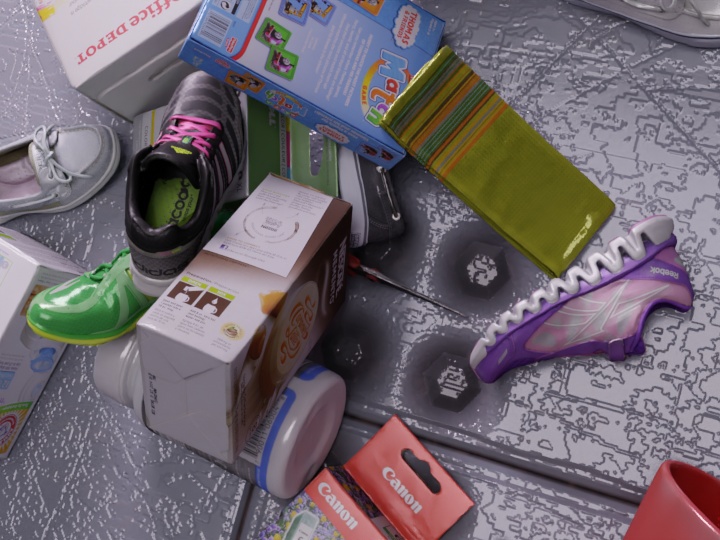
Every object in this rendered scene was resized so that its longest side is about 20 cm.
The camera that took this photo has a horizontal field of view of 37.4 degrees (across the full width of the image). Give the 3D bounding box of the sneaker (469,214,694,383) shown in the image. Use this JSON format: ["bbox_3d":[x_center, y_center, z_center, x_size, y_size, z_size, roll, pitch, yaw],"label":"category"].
[{"bbox_3d":[0.183,0.042,0.854,0.199,0.080,0.089,-34,81,8],"label":"sneaker"}]

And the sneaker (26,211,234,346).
[{"bbox_3d":[-0.184,-0.001,0.886,0.199,0.084,0.074,-21,39,-24],"label":"sneaker"}]

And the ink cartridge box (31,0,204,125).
[{"bbox_3d":[-0.209,-0.261,0.982,0.147,0.145,0.201,-30,74,11],"label":"ink cartridge box"}]

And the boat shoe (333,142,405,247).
[{"bbox_3d":[0.006,-0.119,0.940,0.066,0.070,0.202,-4,71,-9],"label":"boat shoe"}]

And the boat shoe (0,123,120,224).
[{"bbox_3d":[-0.328,-0.093,1.034,0.200,0.065,0.075,-15,77,14],"label":"boat shoe"}]

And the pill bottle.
[{"bbox_3d":[-0.123,0.103,0.915,0.199,0.114,0.115,23,88,19],"label":"pill bottle"}]

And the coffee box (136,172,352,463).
[{"bbox_3d":[-0.084,0.031,0.828,0.079,0.115,0.200,20,45,15],"label":"coffee box"}]

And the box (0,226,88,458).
[{"bbox_3d":[-0.351,0.067,0.990,0.101,0.112,0.201,29,91,18],"label":"box"}]

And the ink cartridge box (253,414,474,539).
[{"bbox_3d":[-0.012,0.228,0.894,0.200,0.050,0.109,-46,72,6],"label":"ink cartridge box"}]

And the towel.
[{"bbox_3d":[0.115,-0.088,0.876,0.200,0.018,0.086,41,88,-7],"label":"towel"}]

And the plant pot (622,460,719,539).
[{"bbox_3d":[0.246,0.265,0.748,0.200,0.200,0.178,38,103,19],"label":"plant pot"}]

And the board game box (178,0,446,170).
[{"bbox_3d":[-0.034,-0.195,0.894,0.199,0.037,0.152,26,61,-15],"label":"board game box"}]

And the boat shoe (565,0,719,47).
[{"bbox_3d":[0.246,-0.245,0.872,0.201,0.086,0.075,23,88,19],"label":"boat shoe"}]

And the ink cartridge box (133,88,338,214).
[{"bbox_3d":[-0.115,-0.102,0.941,0.199,0.059,0.105,-9,78,36],"label":"ink cartridge box"}]

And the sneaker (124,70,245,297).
[{"bbox_3d":[-0.137,-0.083,0.832,0.073,0.088,0.201,13,65,1],"label":"sneaker"}]

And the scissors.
[{"bbox_3d":[0.000,0.000,0.941,0.199,0.073,0.014,27,69,-4],"label":"scissors"}]
